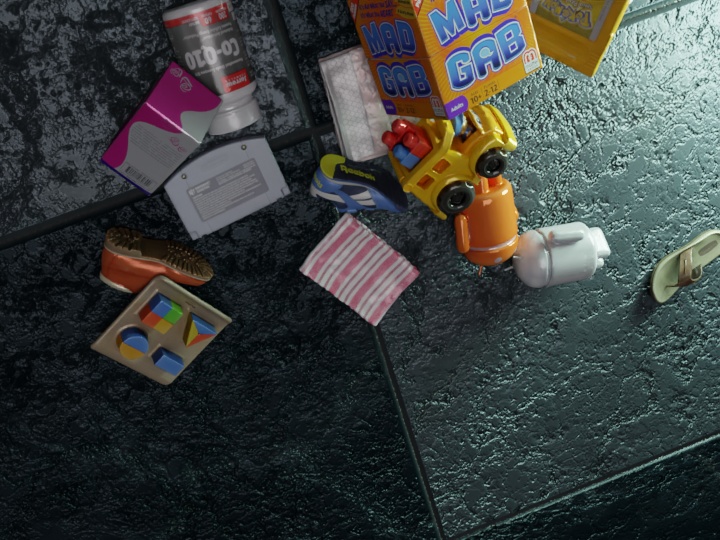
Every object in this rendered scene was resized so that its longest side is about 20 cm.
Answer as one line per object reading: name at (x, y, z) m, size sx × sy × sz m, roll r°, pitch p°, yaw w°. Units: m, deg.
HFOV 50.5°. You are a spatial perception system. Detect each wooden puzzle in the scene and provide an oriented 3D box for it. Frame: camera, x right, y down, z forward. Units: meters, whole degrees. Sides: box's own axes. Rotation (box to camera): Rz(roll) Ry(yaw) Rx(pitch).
wooden puzzle at (-0.360, 0.122, 1.398) m, size 0.200 × 0.047 × 0.185 m, roll -42°, pitch 133°, yaw 11°

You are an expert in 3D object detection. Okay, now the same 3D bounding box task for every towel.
towel at (0.036, -0.305, 1.358) m, size 0.188 × 0.032 × 0.203 m, roll -18°, pitch 115°, yaw -5°
towel at (0.000, 0.000, 1.470) m, size 0.199 × 0.030 × 0.147 m, roll 37°, pitch 99°, yaw -22°

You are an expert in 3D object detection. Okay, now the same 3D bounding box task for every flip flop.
flip flop at (0.691, -0.008, 1.600) m, size 0.199 × 0.058 × 0.081 m, roll -37°, pitch 114°, yaw 4°

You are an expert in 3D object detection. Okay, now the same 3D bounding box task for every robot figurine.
robot figurine at (0.237, -0.097, 1.436) m, size 0.115 × 0.144 × 0.203 m, roll -7°, pitch 114°, yaw 14°
robot figurine at (0.382, -0.030, 1.494) m, size 0.196 × 0.114 × 0.171 m, roll -10°, pitch 147°, yaw -8°

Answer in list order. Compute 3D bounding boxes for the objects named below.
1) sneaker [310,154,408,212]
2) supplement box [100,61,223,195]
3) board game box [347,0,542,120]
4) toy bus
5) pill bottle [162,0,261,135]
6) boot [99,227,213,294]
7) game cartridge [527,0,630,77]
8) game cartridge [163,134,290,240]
sneaker at (-0.003, -0.145, 1.391) m, size 0.198 × 0.075 × 0.082 m, roll 18°, pitch 135°, yaw -28°
supplement box at (-0.319, -0.222, 1.219) m, size 0.101 × 0.104 × 0.199 m, roll 36°, pitch 144°, yaw -22°
board game box at (0.134, -0.381, 1.229) m, size 0.198 × 0.199 × 0.202 m, roll -31°, pitch 115°, yaw -18°
toy bus at (0.138, -0.217, 1.318) m, size 0.191 × 0.137 × 0.200 m, roll 26°, pitch 123°, yaw -38°
pill bottle at (-0.235, -0.333, 1.243) m, size 0.112 × 0.114 × 0.203 m, roll -19°, pitch 114°, yaw -4°
boot at (-0.369, 0.001, 1.376) m, size 0.197 × 0.075 × 0.108 m, roll 17°, pitch 120°, yaw -18°
game cartridge at (0.356, -0.452, 1.284) m, size 0.175 × 0.032 × 0.202 m, roll 31°, pitch 133°, yaw 14°
game cartridge at (-0.239, -0.154, 1.356) m, size 0.198 × 0.042 × 0.135 m, roll -25°, pitch 110°, yaw -1°
